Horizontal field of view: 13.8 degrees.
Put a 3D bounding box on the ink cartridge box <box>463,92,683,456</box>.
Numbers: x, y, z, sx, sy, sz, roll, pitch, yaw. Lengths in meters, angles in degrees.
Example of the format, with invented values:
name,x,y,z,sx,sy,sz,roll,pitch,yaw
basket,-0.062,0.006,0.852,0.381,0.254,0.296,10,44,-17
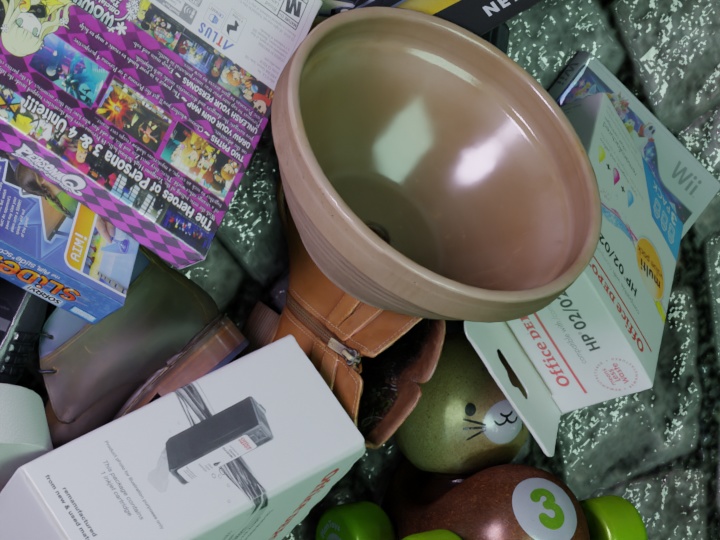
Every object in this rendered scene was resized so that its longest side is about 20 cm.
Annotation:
name,x,y,z,sx,sy,sz,roll,pitch,yaw
ink cartridge box,0.130,0.002,1.787,0.115,0.068,0.200,55,32,-28

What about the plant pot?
name,x,y,z,sx,sy,sz,roll,pitch,yaw
plant pot,0.028,-0.042,1.668,0.200,0.201,0.093,9,140,-30

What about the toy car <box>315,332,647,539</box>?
name,x,y,z,sx,sy,sz,roll,pitch,yaw
toy car,0.074,0.097,1.827,0.164,0.158,0.201,-8,103,-34

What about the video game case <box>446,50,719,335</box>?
name,x,y,z,sx,sy,sz,roll,pitch,yaw
video game case,0.127,-0.019,1.897,0.143,0.018,0.200,41,83,-30

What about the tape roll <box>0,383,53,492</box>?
name,x,y,z,sx,sy,sz,roll,pitch,yaw
tape roll,-0.268,0.109,1.625,0.202,0.203,0.037,-8,75,-26

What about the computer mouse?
name,x,y,z,sx,sy,sz,roll,pitch,yaw
computer mouse,-0.187,-0.010,1.715,0.034,0.059,0.200,31,84,-49

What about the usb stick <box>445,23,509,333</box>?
name,x,y,z,sx,sy,sz,roll,pitch,yaw
usb stick,0.064,-0.061,1.790,0.033,0.055,0.200,5,71,7

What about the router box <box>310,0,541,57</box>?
name,x,y,z,sx,sy,sz,roll,pitch,yaw
router box,0.010,-0.193,1.708,0.200,0.052,0.157,-30,120,20

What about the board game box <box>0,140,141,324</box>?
name,x,y,z,sx,sy,sz,roll,pitch,yaw
board game box,-0.172,-0.087,1.636,0.135,0.034,0.200,29,54,-25

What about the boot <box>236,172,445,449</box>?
name,x,y,z,sx,sy,sz,roll,pitch,yaw
boot,0.000,0.000,1.754,0.077,0.155,0.200,24,92,-31

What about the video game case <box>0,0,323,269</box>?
name,x,y,z,sx,sy,sz,roll,pitch,yaw
video game case,-0.135,-0.128,1.620,0.200,0.036,0.182,34,61,-22

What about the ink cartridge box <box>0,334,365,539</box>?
name,x,y,z,sx,sy,sz,roll,pitch,yaw
ink cartridge box,-0.115,0.134,1.689,0.200,0.144,0.084,-25,75,-35

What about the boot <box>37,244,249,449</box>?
name,x,y,z,sx,sy,sz,roll,pitch,yaw
boot,-0.172,0.067,1.747,0.200,0.075,0.097,-38,93,-2
